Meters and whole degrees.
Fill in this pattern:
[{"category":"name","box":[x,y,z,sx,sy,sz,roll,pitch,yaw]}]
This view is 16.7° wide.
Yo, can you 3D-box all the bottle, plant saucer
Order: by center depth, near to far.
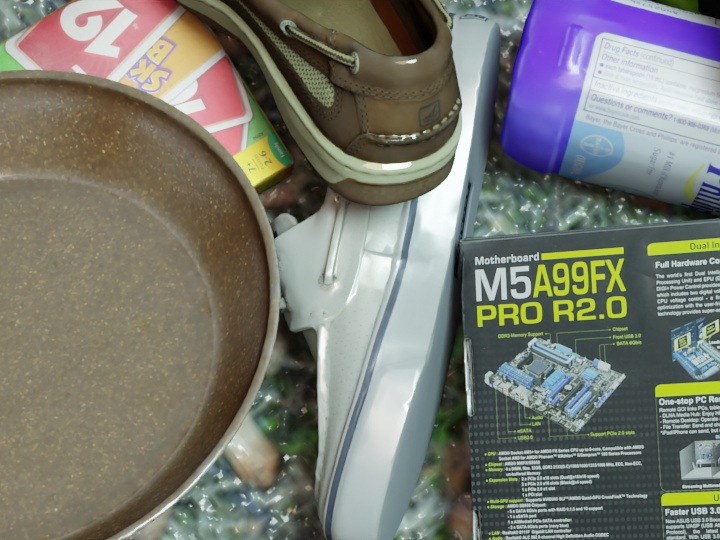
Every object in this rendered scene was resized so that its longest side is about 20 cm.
[{"category":"plant saucer","box":[-0.123,0.023,0.823,0.199,0.037,0.202,-4,58,6]},{"category":"bottle","box":[0.151,-0.048,0.878,0.199,0.084,0.066,15,80,3]}]

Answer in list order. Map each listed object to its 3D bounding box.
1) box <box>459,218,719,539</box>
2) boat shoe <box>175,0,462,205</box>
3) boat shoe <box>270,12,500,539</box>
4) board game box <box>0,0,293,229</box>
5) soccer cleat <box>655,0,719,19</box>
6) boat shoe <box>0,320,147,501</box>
[{"category":"box","box":[0.136,0.062,0.834,0.199,0.044,0.162,-5,85,21]},{"category":"boat shoe","box":[-0.025,-0.117,0.853,0.074,0.075,0.203,-26,58,-24]},{"category":"boat shoe","box":[0.000,0.000,0.877,0.069,0.071,0.202,9,79,10]},{"category":"board game box","box":[-0.132,-0.026,0.890,0.199,0.030,0.096,-32,84,-6]},{"category":"soccer cleat","box":[0.184,-0.102,0.896,0.199,0.081,0.068,21,76,-1]},{"category":"boat shoe","box":[-0.142,0.086,0.852,0.063,0.071,0.200,41,85,6]}]
